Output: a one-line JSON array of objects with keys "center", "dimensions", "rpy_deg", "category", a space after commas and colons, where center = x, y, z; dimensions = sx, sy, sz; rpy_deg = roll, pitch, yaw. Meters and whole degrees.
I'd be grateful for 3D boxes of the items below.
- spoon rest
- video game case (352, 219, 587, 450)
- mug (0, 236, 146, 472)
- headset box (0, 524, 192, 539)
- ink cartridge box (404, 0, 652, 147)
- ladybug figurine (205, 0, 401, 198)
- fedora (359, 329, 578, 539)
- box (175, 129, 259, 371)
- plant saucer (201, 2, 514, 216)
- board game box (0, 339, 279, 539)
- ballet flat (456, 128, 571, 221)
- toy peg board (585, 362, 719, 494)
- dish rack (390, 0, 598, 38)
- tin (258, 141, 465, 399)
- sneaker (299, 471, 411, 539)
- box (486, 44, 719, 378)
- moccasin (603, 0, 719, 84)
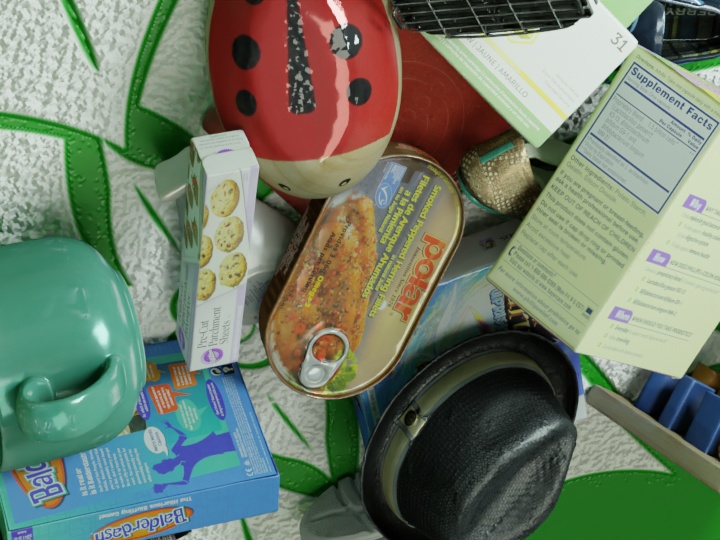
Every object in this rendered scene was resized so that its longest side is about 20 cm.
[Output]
[{"center": [-0.098, -0.027, 1.663], "dimensions": [0.099, 0.061, 0.200], "rpy_deg": [-29, 143, 2], "category": "spoon rest"}, {"center": [0.080, 0.065, 1.788], "dimensions": [0.180, 0.046, 0.201], "rpy_deg": [-20, 133, -8], "category": "video game case"}, {"center": [-0.210, 0.066, 1.593], "dimensions": [0.114, 0.186, 0.153], "rpy_deg": [-14, 147, -18], "category": "mug"}, {"center": [-0.227, 0.190, 1.696], "dimensions": [0.198, 0.149, 0.075], "rpy_deg": [-4, 133, -18], "category": "headset box"}, {"center": [0.138, -0.207, 1.573], "dimensions": [0.200, 0.048, 0.145], "rpy_deg": [-45, 107, 6], "category": "ink cartridge box"}, {"center": [-0.040, -0.141, 1.553], "dimensions": [0.135, 0.072, 0.202], "rpy_deg": [-8, 108, 5], "category": "ladybug figurine"}, {"center": [0.100, 0.149, 1.750], "dimensions": [0.199, 0.092, 0.202], "rpy_deg": [-15, 125, -22], "category": "fedora"}, {"center": [-0.101, -0.012, 1.597], "dimensions": [0.041, 0.039, 0.201], "rpy_deg": [-10, 139, -18], "category": "box"}, {"center": [0.021, -0.108, 1.655], "dimensions": [0.199, 0.037, 0.200], "rpy_deg": [-41, 129, 10], "category": "plant saucer"}, {"center": [-0.174, 0.127, 1.670], "dimensions": [0.198, 0.153, 0.045], "rpy_deg": [-10, 136, -14], "category": "board game box"}, {"center": [0.152, -0.060, 1.691], "dimensions": [0.065, 0.071, 0.199], "rpy_deg": [-37, 152, 27], "category": "ballet flat"}, {"center": [0.323, 0.131, 1.857], "dimensions": [0.198, 0.200, 0.098], "rpy_deg": [26, 95, -33], "category": "toy peg board"}, {"center": [0.066, -0.223, 1.455], "dimensions": [0.152, 0.055, 0.200], "rpy_deg": [-1, 147, 24], "category": "dish rack"}, {"center": [0.000, 0.000, 1.663], "dimensions": [0.111, 0.042, 0.201], "rpy_deg": [21, 109, -21], "category": "tin"}, {"center": [0.052, 0.211, 1.869], "dimensions": [0.199, 0.078, 0.113], "rpy_deg": [-19, 128, -8], "category": "sneaker"}, {"center": [0.215, -0.038, 1.651], "dimensions": [0.175, 0.097, 0.201], "rpy_deg": [14, 112, -56], "category": "box"}, {"center": [0.204, -0.181, 1.653], "dimensions": [0.198, 0.068, 0.081], "rpy_deg": [-12, 127, -13], "category": "moccasin"}]
